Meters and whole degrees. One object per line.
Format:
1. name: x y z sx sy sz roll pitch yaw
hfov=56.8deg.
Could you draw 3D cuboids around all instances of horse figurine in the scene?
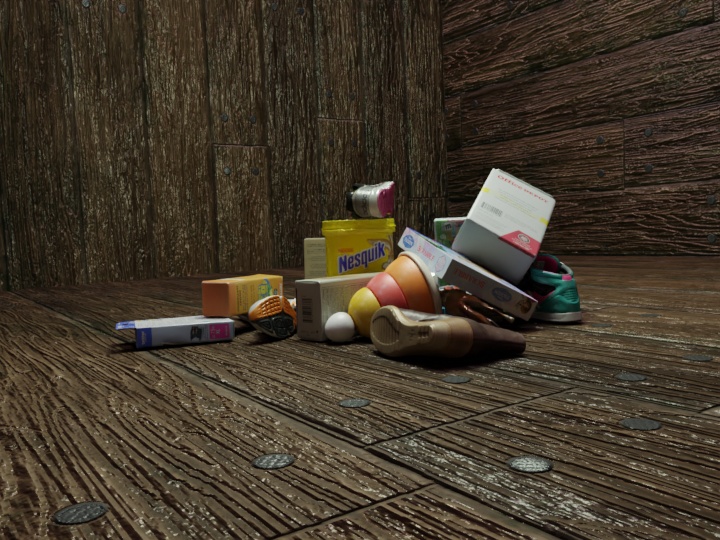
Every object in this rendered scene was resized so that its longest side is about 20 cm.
1. horse figurine: 0.181 0.065 1.140 0.131 0.051 0.200 24 3 -8

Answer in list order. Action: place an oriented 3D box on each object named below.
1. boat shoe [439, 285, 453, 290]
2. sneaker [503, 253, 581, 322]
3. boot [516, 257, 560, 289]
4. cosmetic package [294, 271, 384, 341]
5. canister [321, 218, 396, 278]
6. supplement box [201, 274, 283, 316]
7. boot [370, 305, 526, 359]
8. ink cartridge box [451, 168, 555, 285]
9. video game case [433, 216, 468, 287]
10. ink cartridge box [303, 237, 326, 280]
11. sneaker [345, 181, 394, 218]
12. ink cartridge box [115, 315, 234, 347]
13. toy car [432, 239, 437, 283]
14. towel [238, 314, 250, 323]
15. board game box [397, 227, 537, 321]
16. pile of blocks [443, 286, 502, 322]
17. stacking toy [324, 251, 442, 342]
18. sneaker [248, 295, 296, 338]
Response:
1. boat shoe: 0.109 0.057 1.424 0.196 0.069 0.072 -2 3 9
2. sneaker: 0.333 0.030 1.264 0.082 0.123 0.199 -4 3 -30
3. boot: 0.310 0.017 1.357 0.196 0.074 0.091 -11 -35 9
4. cosmetic package: -0.020 0.061 1.200 0.198 0.108 0.070 -4 4 -44
5. canister: 0.000 0.000 1.340 0.145 0.204 0.086 -4 4 -15
6. supplement box: -0.225 0.047 1.300 0.067 0.068 0.199 -1 4 22
7. boot: 0.121 0.099 0.977 0.164 0.074 0.199 9 -4 -29
8. ink cartridge box: 0.278 -0.089 1.278 0.143 0.084 0.201 29 44 7
9. video game case: 0.252 -0.015 1.428 0.178 0.204 0.022 -2 17 14
10. ink cartridge box: -0.036 0.003 1.604 0.196 0.168 0.075 0 2 27
11. sneaker: 0.019 -0.142 1.336 0.086 0.075 0.200 5 10 11
12. ink cartridge box: -0.332 0.107 1.188 0.196 0.043 0.119 -1 2 -21
13. toy car: 0.167 -0.003 1.662 0.173 0.153 0.198 1 5 43
14. towel: -0.184 0.089 1.412 0.130 0.035 0.199 -3 4 -23
15. board game box: 0.188 0.003 1.195 0.198 0.042 0.200 24 9 -26
16. pile of blocks: 0.192 0.064 1.309 0.197 0.064 0.081 0 4 37
17. stacking toy: 0.028 0.066 1.131 0.197 0.149 0.146 -21 9 -17
18. sneaker: -0.162 0.088 1.223 0.090 0.077 0.199 -9 -7 21
